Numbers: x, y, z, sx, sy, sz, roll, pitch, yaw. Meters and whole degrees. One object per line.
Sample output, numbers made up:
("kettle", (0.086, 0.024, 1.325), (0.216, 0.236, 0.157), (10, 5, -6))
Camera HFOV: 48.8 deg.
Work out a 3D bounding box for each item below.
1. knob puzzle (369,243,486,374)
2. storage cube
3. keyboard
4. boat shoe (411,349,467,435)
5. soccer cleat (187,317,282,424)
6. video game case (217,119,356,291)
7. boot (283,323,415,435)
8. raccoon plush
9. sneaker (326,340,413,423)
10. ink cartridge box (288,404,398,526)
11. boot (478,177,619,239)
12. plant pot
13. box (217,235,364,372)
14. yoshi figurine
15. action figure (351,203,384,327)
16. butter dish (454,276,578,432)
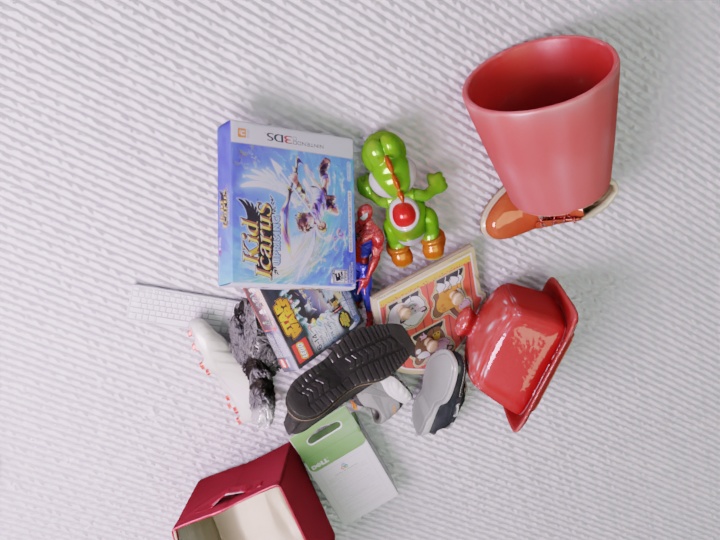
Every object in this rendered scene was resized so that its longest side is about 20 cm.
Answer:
("knob puzzle", (0.110, 0.083, 1.182), (0.217, 0.030, 0.222), (-17, 126, -24))
("storage cube", (-0.147, 0.387, 1.160), (0.169, 0.180, 0.202), (-24, 97, 4))
("keyboard", (-0.228, 0.061, 1.130), (0.198, 0.011, 0.057), (11, 109, -17))
("boat shoe", (0.130, 0.183, 1.212), (0.060, 0.076, 0.201), (-6, 146, -19))
("soccer cleat", (-0.182, 0.137, 1.146), (0.077, 0.069, 0.201), (-29, 123, -6))
("video game case", (-0.091, -0.078, 1.009), (0.179, 0.045, 0.203), (2, 82, -33))
("boot", (-0.026, 0.154, 1.117), (0.198, 0.078, 0.139), (-25, 162, -21))
("raccoon plush", (-0.104, 0.115, 1.103), (0.133, 0.096, 0.203), (3, 77, -34))
("sneaker", (-0.005, 0.157, 1.182), (0.079, 0.074, 0.200), (-48, 116, -7))
("ink cartridge box", (-0.029, 0.294, 1.249), (0.103, 0.059, 0.201), (-29, 116, -1))
("boot", (0.268, -0.094, 1.133), (0.198, 0.107, 0.076), (-28, 118, 1))
("plant pot", (0.250, -0.184, 1.053), (0.198, 0.201, 0.179), (-24, 125, -3))
("box", (-0.088, 0.013, 1.058), (0.136, 0.040, 0.202), (-34, 103, -40))
("yoshi figurine", (0.053, -0.111, 1.091), (0.112, 0.111, 0.201), (-43, 132, -26))
("action figure", (0.000, 0.000, 1.121), (0.051, 0.065, 0.202), (-12, 122, -33))
("butter dish", (0.208, 0.099, 1.165), (0.146, 0.200, 0.201), (22, 106, -5))
